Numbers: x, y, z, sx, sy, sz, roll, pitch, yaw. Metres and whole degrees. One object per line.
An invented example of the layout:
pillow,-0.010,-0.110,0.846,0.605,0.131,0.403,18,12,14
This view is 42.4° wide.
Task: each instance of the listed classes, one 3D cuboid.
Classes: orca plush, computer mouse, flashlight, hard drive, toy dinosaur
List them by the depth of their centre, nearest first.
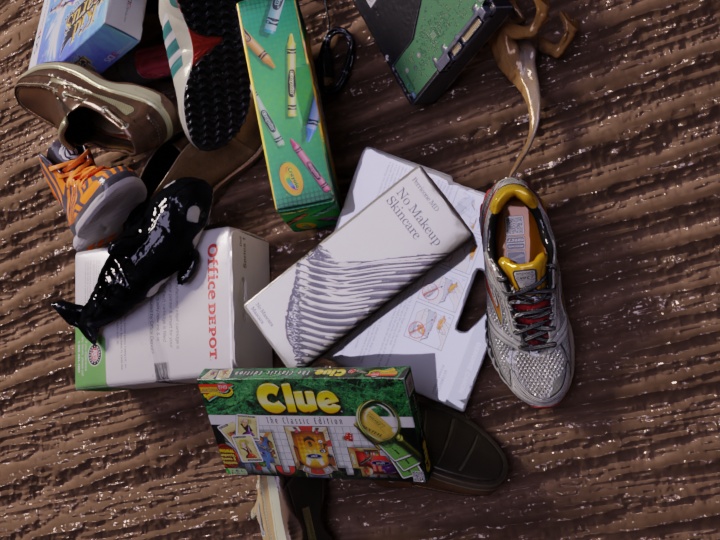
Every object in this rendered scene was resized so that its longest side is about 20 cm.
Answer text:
toy dinosaur,0.148,-0.194,0.854,0.106,0.060,0.201,-42,58,36
hard drive,0.049,-0.278,0.875,0.140,0.038,0.201,-47,64,49
orca plush,-0.230,-0.019,0.900,0.199,0.071,0.106,-34,64,15
computer mouse,-0.042,-0.279,0.958,0.058,0.034,0.202,-14,78,22
flashlight,-0.200,-0.231,0.996,0.198,0.068,0.068,-5,45,26

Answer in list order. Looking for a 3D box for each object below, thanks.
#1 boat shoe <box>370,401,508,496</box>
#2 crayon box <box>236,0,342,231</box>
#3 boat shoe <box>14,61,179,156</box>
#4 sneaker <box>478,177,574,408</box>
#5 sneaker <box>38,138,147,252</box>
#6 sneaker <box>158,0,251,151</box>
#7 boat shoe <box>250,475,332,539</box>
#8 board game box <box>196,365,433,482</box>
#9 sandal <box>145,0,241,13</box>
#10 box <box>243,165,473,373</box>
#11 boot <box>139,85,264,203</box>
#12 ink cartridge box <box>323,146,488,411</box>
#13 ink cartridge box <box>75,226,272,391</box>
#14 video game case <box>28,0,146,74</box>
boat shoe,0.036,0.162,0.851,0.198,0.072,0.068,20,133,13
crayon box,-0.065,-0.147,0.890,0.058,0.119,0.202,-12,83,2
boat shoe,-0.285,-0.160,0.943,0.201,0.075,0.075,13,48,27
sneaker,0.137,0.019,0.796,0.077,0.082,0.202,-12,88,8
sneaker,-0.290,-0.093,0.969,0.113,0.077,0.200,62,149,0
sneaker,-0.157,-0.222,0.911,0.093,0.070,0.201,-131,33,-54
boat shoe,-0.078,0.224,0.895,0.076,0.071,0.202,-18,74,38
board game box,-0.041,0.133,0.806,0.198,0.023,0.106,-4,112,24
sandal,-0.183,-0.292,1.006,0.199,0.075,0.048,3,77,35
box,0.000,0.000,0.826,0.200,0.068,0.082,-40,85,7
boot,-0.154,-0.136,0.970,0.074,0.075,0.200,44,99,28
ink cartridge box,0.051,0.007,0.873,0.172,0.044,0.202,21,92,8
ink cartridge box,-0.193,0.045,0.959,0.198,0.084,0.148,-7,79,24
video game case,-0.292,-0.294,1.010,0.199,0.045,0.183,-19,60,45
